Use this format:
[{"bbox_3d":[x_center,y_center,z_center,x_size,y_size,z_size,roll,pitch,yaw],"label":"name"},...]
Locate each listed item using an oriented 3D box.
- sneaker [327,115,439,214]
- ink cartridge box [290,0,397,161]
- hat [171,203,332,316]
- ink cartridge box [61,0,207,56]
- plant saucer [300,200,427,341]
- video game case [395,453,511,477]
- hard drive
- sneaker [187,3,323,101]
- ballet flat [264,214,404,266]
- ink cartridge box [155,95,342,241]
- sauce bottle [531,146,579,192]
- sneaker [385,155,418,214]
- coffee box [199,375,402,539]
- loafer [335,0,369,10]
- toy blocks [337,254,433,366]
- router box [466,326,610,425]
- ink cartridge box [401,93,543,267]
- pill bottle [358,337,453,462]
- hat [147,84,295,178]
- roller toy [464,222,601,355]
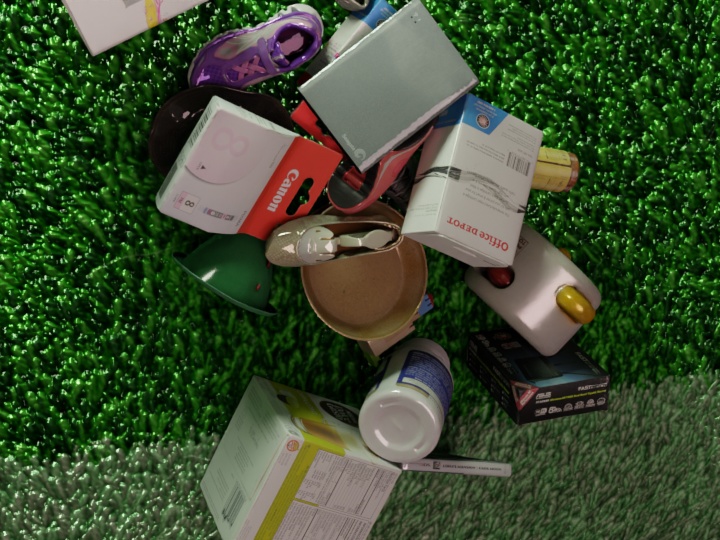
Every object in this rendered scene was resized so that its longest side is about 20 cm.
[{"bbox_3d":[0.029,-0.158,1.632,0.074,0.087,0.200,41,85,13],"label":"sneaker"},{"bbox_3d":[-0.003,-0.263,1.632,0.116,0.067,0.200,37,96,-27],"label":"ink cartridge box"},{"bbox_3d":[-0.142,-0.053,1.631,0.165,0.200,0.176,31,94,-3],"label":"hat"},{"bbox_3d":[-0.276,-0.380,1.443,0.200,0.147,0.146,-27,118,-6],"label":"ink cartridge box"},{"bbox_3d":[0.000,0.000,1.677,0.200,0.035,0.201,4,81,-27],"label":"plant saucer"},{"bbox_3d":[0.105,0.293,1.834,0.181,0.200,0.023,7,84,-22],"label":"video game case"},{"bbox_3d":[0.036,-0.242,1.570,0.200,0.033,0.140,-38,95,-3],"label":"hard drive"},{"bbox_3d":[-0.133,-0.281,1.568,0.200,0.089,0.081,-28,120,-4],"label":"sneaker"},{"bbox_3d":[-0.031,-0.044,1.607,0.199,0.062,0.068,-12,106,-27],"label":"ballet flat"},{"bbox_3d":[-0.139,-0.114,1.537,0.200,0.057,0.163,24,112,-24],"label":"ink cartridge box"},{"bbox_3d":[0.224,-0.159,1.758,0.199,0.066,0.066,9,108,-21],"label":"sauce bottle"},{"bbox_3d":[0.076,-0.113,1.694,0.075,0.116,0.200,-44,119,2],"label":"sneaker"},{"bbox_3d":[-0.091,0.305,1.762,0.197,0.200,0.201,21,102,-26],"label":"coffee box"},{"bbox_3d":[-0.042,-0.428,1.548,0.070,0.070,0.200,-36,118,-2],"label":"loafer"},{"bbox_3d":[0.033,0.024,1.757,0.137,0.100,0.200,-34,112,-16],"label":"toy blocks"},{"bbox_3d":[0.268,0.153,1.822,0.149,0.200,0.062,-7,115,-17],"label":"router box"},{"bbox_3d":[0.154,-0.119,1.635,0.144,0.084,0.201,22,77,-32],"label":"ink cartridge box"},{"bbox_3d":[0.074,0.183,1.759,0.119,0.200,0.120,5,114,12],"label":"pill bottle"},{"bbox_3d":[-0.180,-0.148,1.580,0.200,0.081,0.201,-5,131,-6],"label":"hat"},{"bbox_3d":[0.260,0.022,1.774,0.182,0.200,0.140,43,93,4],"label":"roller toy"}]
